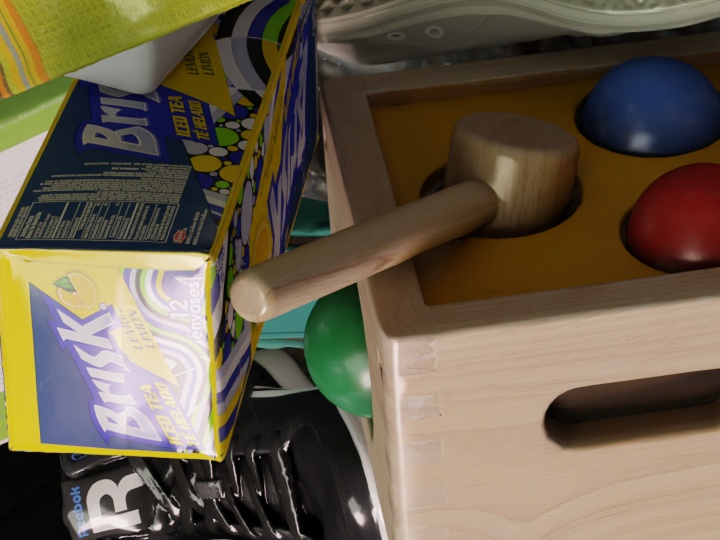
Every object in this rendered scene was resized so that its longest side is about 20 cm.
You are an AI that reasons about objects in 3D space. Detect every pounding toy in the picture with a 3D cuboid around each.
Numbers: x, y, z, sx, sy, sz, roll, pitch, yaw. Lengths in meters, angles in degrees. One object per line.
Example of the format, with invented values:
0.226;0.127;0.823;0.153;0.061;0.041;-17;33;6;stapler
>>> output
0.055;0.002;0.811;0.199;0.184;0.143;-7;124;-5;pounding toy

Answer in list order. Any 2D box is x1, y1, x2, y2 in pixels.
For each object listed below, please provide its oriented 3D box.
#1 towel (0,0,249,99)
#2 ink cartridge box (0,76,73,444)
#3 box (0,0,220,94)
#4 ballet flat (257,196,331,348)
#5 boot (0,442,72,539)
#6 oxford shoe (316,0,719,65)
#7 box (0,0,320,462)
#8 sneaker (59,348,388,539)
-0.087;-0.095;0.717;0.199;0.018;0.086;-17;118;33;towel
-0.121;-0.028;0.971;0.076;0.147;0.200;60;172;29;ink cartridge box
-0.114;-0.191;0.803;0.198;0.200;0.172;13;131;18;box
0.000;0.000;0.957;0.199;0.070;0.068;9;117;-27;ballet flat
-0.181;0.148;1.175;0.198;0.073;0.163;35;131;11;boot
0.060;-0.107;0.871;0.199;0.076;0.058;-5;162;23;oxford shoe
-0.057;-0.026;0.784;0.064;0.200;0.070;3;121;7;box
-0.054;0.085;0.972;0.200;0.111;0.073;-161;55;-72;sneaker
